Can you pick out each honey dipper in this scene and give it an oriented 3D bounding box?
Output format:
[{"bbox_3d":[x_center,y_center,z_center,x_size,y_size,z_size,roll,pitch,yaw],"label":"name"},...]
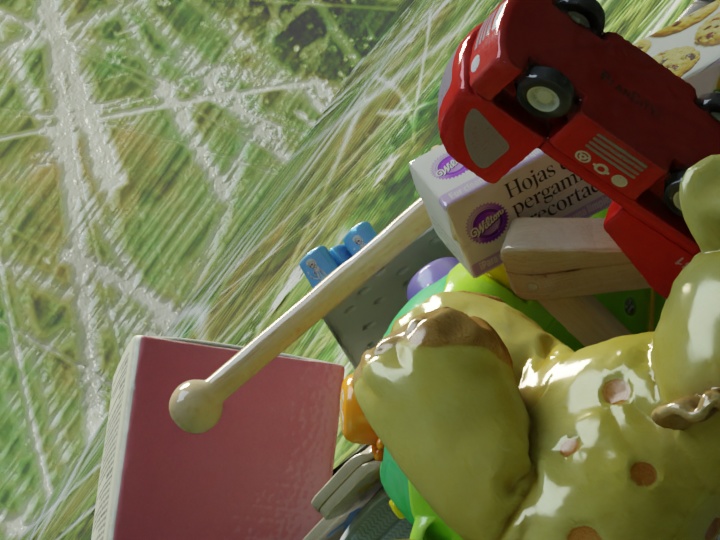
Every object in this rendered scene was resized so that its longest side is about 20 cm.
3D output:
[{"bbox_3d":[0.000,0.000,1.254,0.200,0.038,0.038,-42,8,0],"label":"honey dipper"}]

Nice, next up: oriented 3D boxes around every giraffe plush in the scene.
[{"bbox_3d":[0.110,0.048,1.045,0.162,0.173,0.200,-41,16,13],"label":"giraffe plush"}]

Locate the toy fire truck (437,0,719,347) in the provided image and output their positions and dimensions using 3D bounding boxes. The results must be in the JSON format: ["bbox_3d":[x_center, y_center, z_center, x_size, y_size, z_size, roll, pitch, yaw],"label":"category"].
[{"bbox_3d":[0.100,-0.011,1.125,0.141,0.200,0.049,-43,18,49],"label":"toy fire truck"}]

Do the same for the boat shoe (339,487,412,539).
[{"bbox_3d":[0.071,0.099,1.364,0.200,0.074,0.067,-37,-1,27],"label":"boat shoe"}]

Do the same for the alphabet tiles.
[{"bbox_3d":[0.056,0.069,1.421,0.196,0.015,0.200,-48,-17,26],"label":"alphabet tiles"}]

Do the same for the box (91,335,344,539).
[{"bbox_3d":[-0.079,0.144,1.497,0.128,0.109,0.200,131,147,-75],"label":"box"}]

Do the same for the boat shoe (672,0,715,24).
[{"bbox_3d":[0.181,-0.087,1.481,0.200,0.076,0.072,-35,-31,5],"label":"boat shoe"}]

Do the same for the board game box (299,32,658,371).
[{"bbox_3d":[0.078,-0.015,1.368,0.200,0.026,0.200,-32,-23,-1],"label":"board game box"}]

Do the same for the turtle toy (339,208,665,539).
[{"bbox_3d":[0.066,0.041,1.238,0.101,0.146,0.200,-7,38,47],"label":"turtle toy"}]

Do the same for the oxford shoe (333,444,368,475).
[{"bbox_3d":[0.030,0.113,1.571,0.200,0.071,0.071,-53,-23,12],"label":"oxford shoe"}]

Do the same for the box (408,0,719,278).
[{"bbox_3d":[0.118,-0.065,1.177,0.200,0.039,0.041,-28,36,-6],"label":"box"}]
